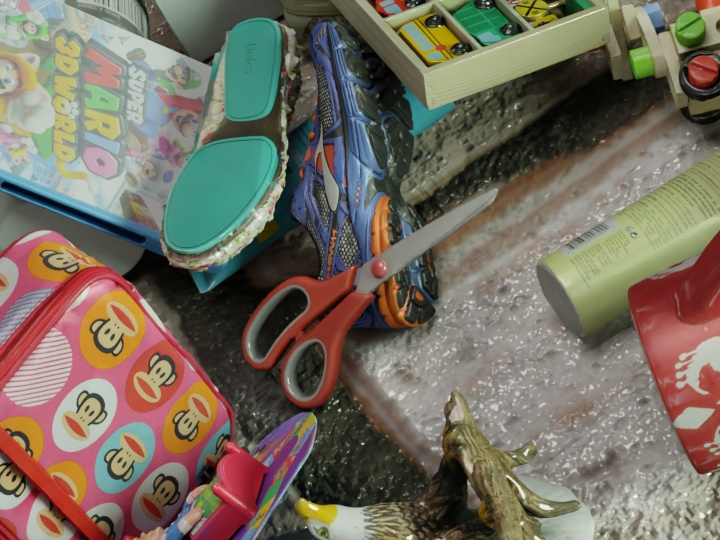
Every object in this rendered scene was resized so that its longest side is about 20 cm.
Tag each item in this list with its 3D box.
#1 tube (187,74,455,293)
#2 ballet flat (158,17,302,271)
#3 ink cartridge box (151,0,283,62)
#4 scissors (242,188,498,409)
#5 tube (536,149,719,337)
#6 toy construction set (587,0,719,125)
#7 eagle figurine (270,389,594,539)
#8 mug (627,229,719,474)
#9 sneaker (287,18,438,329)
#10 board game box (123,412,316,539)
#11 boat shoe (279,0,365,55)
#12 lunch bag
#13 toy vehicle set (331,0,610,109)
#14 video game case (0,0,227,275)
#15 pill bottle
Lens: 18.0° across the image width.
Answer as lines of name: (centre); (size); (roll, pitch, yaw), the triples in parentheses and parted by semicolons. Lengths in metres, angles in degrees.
tube: (-0.033, -0.065, 1.437); (0.200, 0.050, 0.078); (-37, 35, 1)
ballet flat: (-0.070, -0.067, 1.388); (0.075, 0.064, 0.201); (3, 52, 18)
ink cartridge box: (-0.080, -0.271, 1.542); (0.199, 0.145, 0.146); (-29, 49, 0)
scissors: (0.000, 0.000, 1.318); (0.200, 0.014, 0.073); (-50, 62, 28)
tube: (0.197, -0.032, 1.307); (0.199, 0.052, 0.058); (-32, 80, -9)
toy construction set: (0.226, -0.159, 1.357); (0.199, 0.092, 0.132); (-21, 66, 16)
eagle figurine: (0.013, 0.162, 1.207); (0.200, 0.151, 0.152); (-50, -2, 27)
mug: (0.242, 0.003, 1.185); (0.199, 0.178, 0.134); (-23, 19, 12)
sneaker: (-0.012, -0.057, 1.371); (0.078, 0.075, 0.202); (-15, 71, 24)
board game box: (-0.099, 0.148, 1.239); (0.201, 0.039, 0.158); (-57, 11, -23)
boat shoe: (0.042, -0.168, 1.475); (0.199, 0.063, 0.073); (9, 41, 25)
lunch bag: (-0.174, 0.095, 1.272); (0.082, 0.200, 0.176); (29, 73, 38)
toy vehicle set: (0.054, -0.177, 1.410); (0.124, 0.027, 0.200); (-21, 40, -14)
video game case: (-0.163, -0.093, 1.399); (0.018, 0.199, 0.144); (-44, 30, 48)
pill bottle: (-0.189, -0.095, 1.479); (0.112, 0.113, 0.201); (-16, 50, 12)
